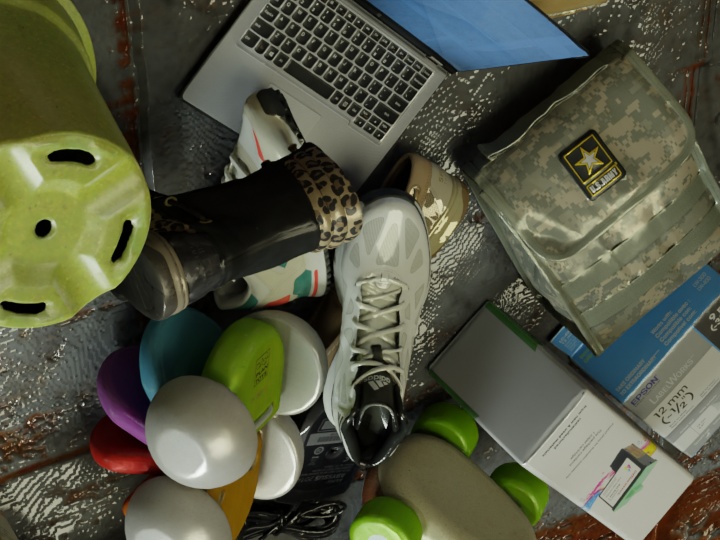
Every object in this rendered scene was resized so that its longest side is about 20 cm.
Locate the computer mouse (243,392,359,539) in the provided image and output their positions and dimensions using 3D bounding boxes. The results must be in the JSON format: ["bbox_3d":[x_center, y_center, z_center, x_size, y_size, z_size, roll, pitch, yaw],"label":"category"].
[{"bbox_3d":[-0.044,0.141,1.471,0.138,0.053,0.200,4,131,-38],"label":"computer mouse"}]

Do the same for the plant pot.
[{"bbox_3d":[-0.221,-0.067,1.101,0.200,0.184,0.201,-18,129,-24],"label":"plant pot"}]

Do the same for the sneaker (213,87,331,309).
[{"bbox_3d":[-0.077,-0.039,1.288,0.093,0.070,0.200,-19,142,-10],"label":"sneaker"}]

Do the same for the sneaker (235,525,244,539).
[{"bbox_3d":[-0.129,0.265,1.454,0.084,0.077,0.200,6,134,-4],"label":"sneaker"}]

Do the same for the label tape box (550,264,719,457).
[{"bbox_3d":[0.280,0.065,1.624,0.143,0.066,0.200,-49,136,5],"label":"label tape box"}]

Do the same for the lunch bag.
[{"bbox_3d":[0.187,-0.062,1.436,0.164,0.118,0.200,-39,129,-3],"label":"lunch bag"}]

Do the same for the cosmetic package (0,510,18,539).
[{"bbox_3d":[-0.304,0.158,1.194,0.103,0.200,0.087,-43,136,1],"label":"cosmetic package"}]

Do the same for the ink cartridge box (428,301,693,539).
[{"bbox_3d":[0.172,0.132,1.540,0.084,0.145,0.200,-49,135,3],"label":"ink cartridge box"}]

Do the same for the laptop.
[{"bbox_3d":[0.017,-0.136,1.262,0.187,0.116,0.200,30,101,-43],"label":"laptop"}]

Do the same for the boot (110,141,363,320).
[{"bbox_3d":[-0.097,-0.035,1.194,0.150,0.200,0.073,-21,108,-17],"label":"boot"}]

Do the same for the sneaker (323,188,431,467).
[{"bbox_3d":[0.021,0.049,1.308,0.075,0.115,0.201,3,111,-11],"label":"sneaker"}]

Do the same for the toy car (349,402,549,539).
[{"bbox_3d":[0.039,0.242,1.534,0.200,0.158,0.164,-48,-177,39],"label":"toy car"}]

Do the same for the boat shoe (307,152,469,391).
[{"bbox_3d":[0.000,0.000,1.388,0.064,0.071,0.200,31,95,-35],"label":"boat shoe"}]

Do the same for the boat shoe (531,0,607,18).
[{"bbox_3d":[0.189,-0.230,1.341,0.200,0.076,0.072,-29,133,-14],"label":"boat shoe"}]

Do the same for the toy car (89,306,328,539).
[{"bbox_3d":[-0.125,0.111,1.328,0.175,0.150,0.200,-43,154,-54],"label":"toy car"}]
